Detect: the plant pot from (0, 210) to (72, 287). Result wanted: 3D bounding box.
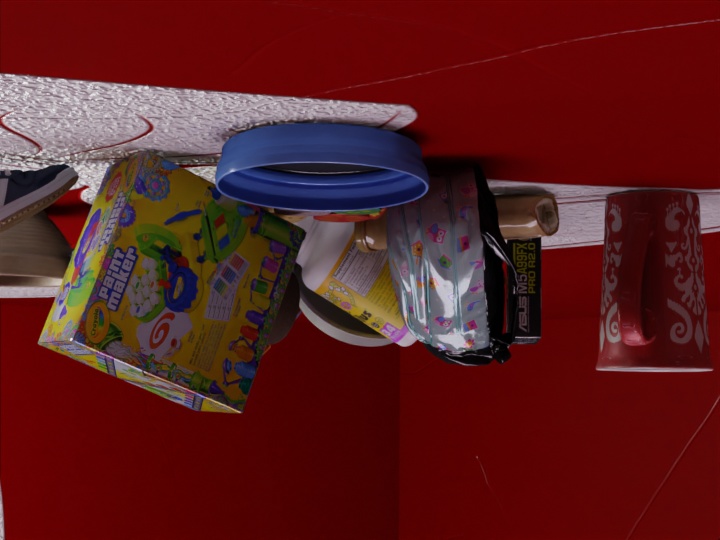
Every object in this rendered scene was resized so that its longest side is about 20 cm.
[{"bbox_3d":[-0.453,-0.031,1.793,0.199,0.094,0.201,1,174,0],"label":"plant pot"}]

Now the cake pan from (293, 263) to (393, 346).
[{"bbox_3d":[0.000,0.020,1.803,0.198,0.201,0.037,3,138,-19],"label":"cake pan"}]

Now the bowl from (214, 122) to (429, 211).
[{"bbox_3d":[-0.035,-0.094,1.297,0.198,0.040,0.201,1,170,0],"label":"bowl"}]

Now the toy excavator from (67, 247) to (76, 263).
[{"bbox_3d":[-0.277,-0.001,1.795,0.199,0.101,0.194,-19,-158,-32],"label":"toy excavator"}]

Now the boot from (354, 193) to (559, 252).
[{"bbox_3d":[0.110,-0.060,1.598,0.198,0.067,0.175,-1,-172,23],"label":"boot"}]

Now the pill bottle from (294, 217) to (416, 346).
[{"bbox_3d":[0.000,0.000,1.698,0.199,0.105,0.104,32,170,-6],"label":"pill bottle"}]

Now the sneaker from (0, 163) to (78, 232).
[{"bbox_3d":[-0.391,-0.087,1.407,0.199,0.109,0.070,-30,-178,-19],"label":"sneaker"}]

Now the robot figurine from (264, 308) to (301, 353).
[{"bbox_3d":[-0.126,0.037,1.875,0.058,0.201,0.145,36,177,39],"label":"robot figurine"}]

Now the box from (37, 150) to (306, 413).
[{"bbox_3d":[-0.189,0.016,1.416,0.192,0.202,0.122,27,164,-25],"label":"box"}]

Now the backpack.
[{"bbox_3d":[0.092,-0.011,1.452,0.125,0.168,0.201,-12,140,1],"label":"backpack"}]

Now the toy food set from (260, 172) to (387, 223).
[{"bbox_3d":[-0.060,-0.078,1.485,0.198,0.049,0.198,0,174,6],"label":"toy food set"}]

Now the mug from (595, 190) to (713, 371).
[{"bbox_3d":[0.340,0.013,1.594,0.132,0.202,0.178,1,174,-2],"label":"mug"}]

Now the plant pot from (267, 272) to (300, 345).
[{"bbox_3d":[-0.177,0.022,1.641,0.199,0.189,0.186,17,166,-35],"label":"plant pot"}]

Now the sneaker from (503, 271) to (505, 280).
[{"bbox_3d":[0.122,0.032,1.874,0.085,0.079,0.200,-13,159,-38],"label":"sneaker"}]

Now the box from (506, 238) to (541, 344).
[{"bbox_3d":[0.211,0.012,1.814,0.044,0.162,0.200,1,176,6],"label":"box"}]
